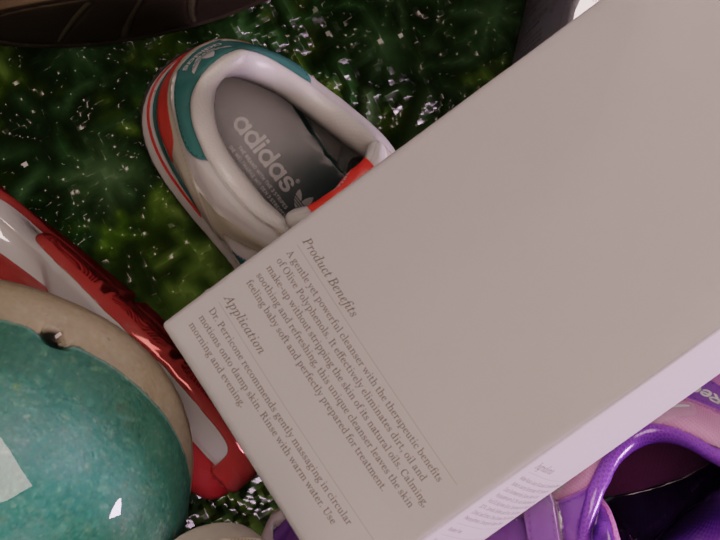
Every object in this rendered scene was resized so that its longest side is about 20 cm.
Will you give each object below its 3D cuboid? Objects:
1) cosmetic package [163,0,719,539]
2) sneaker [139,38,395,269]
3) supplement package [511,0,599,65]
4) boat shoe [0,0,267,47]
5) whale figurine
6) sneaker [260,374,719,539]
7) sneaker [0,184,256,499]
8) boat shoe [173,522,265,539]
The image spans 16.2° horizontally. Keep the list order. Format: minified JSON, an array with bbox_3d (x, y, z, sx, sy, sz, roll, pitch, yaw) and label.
[{"bbox_3d":[0.054,0.005,0.786,0.200,0.085,0.108,-34,76,8],"label":"cosmetic package"},{"bbox_3d":[0.000,-0.001,0.880,0.070,0.093,0.200,-41,94,-9],"label":"sneaker"},{"bbox_3d":[0.130,-0.135,0.899,0.109,0.114,0.201,14,85,-6],"label":"supplement package"},{"bbox_3d":[-0.050,-0.129,0.899,0.199,0.072,0.068,-13,84,-19],"label":"boat shoe"},{"bbox_3d":[-0.134,0.097,0.811,0.159,0.104,0.200,23,128,-12],"label":"whale figurine"},{"bbox_3d":[0.056,0.087,0.857,0.200,0.089,0.081,-27,123,4],"label":"sneaker"},{"bbox_3d":[-0.137,0.035,0.877,0.200,0.078,0.116,41,90,8],"label":"sneaker"},{"bbox_3d":[-0.031,0.180,0.785,0.072,0.059,0.201,-11,110,-33],"label":"boat shoe"}]
